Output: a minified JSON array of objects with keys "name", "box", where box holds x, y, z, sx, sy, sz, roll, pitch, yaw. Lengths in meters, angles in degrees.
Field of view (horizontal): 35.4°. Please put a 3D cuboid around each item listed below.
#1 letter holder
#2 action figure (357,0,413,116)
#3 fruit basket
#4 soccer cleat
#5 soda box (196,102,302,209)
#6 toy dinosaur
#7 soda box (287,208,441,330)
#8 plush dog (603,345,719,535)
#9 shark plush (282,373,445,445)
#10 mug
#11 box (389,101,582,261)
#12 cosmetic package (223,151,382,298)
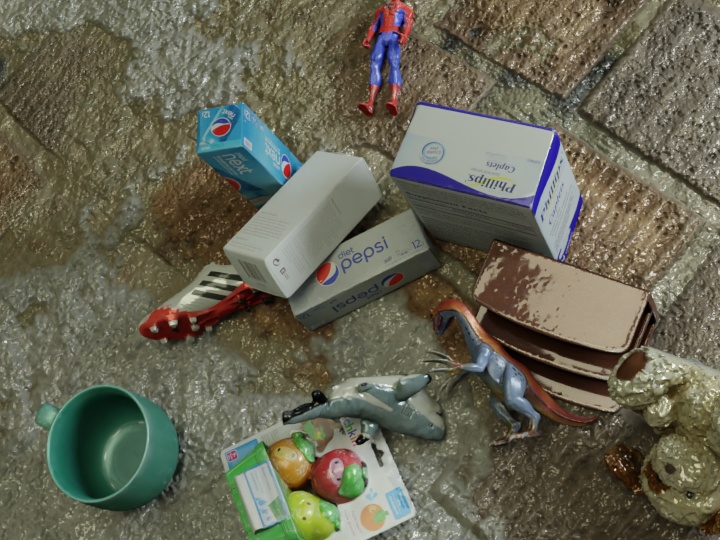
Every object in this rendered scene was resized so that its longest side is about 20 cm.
[{"name":"letter holder","box":[0.231,0.070,1.342,0.199,0.101,0.143,20,80,26]},{"name":"action figure","box":[0.038,-0.318,1.590,0.065,0.052,0.201,-1,68,24]},{"name":"fruit basket","box":[-0.058,0.257,1.376,0.199,0.094,0.186,-28,62,6]},{"name":"soccer cleat","box":[-0.213,0.035,1.543,0.199,0.069,0.085,-24,55,7]},{"name":"soda box","box":[-0.144,-0.147,1.505,0.067,0.200,0.065,-8,68,18]},{"name":"toy dinosaur","box":[0.158,0.117,1.352,0.199,0.105,0.183,-8,77,-17]},{"name":"soda box","box":[0.000,0.000,1.473,0.199,0.063,0.069,-27,62,9]},{"name":"plush dog","box":[0.368,0.195,1.240,0.200,0.160,0.173,25,99,42]},{"name":"shark plush","box":[0.009,0.170,1.356,0.091,0.199,0.084,-11,81,60]},{"name":"mug","box":[-0.323,0.225,1.482,0.152,0.114,0.185,-36,62,5]},{"name":"box","box":[0.159,-0.101,1.375,0.183,0.200,0.105,15,76,25]},{"name":"cosmetic package","box":[-0.074,-0.063,1.475,0.200,0.074,0.101,-46,36,-22]}]
